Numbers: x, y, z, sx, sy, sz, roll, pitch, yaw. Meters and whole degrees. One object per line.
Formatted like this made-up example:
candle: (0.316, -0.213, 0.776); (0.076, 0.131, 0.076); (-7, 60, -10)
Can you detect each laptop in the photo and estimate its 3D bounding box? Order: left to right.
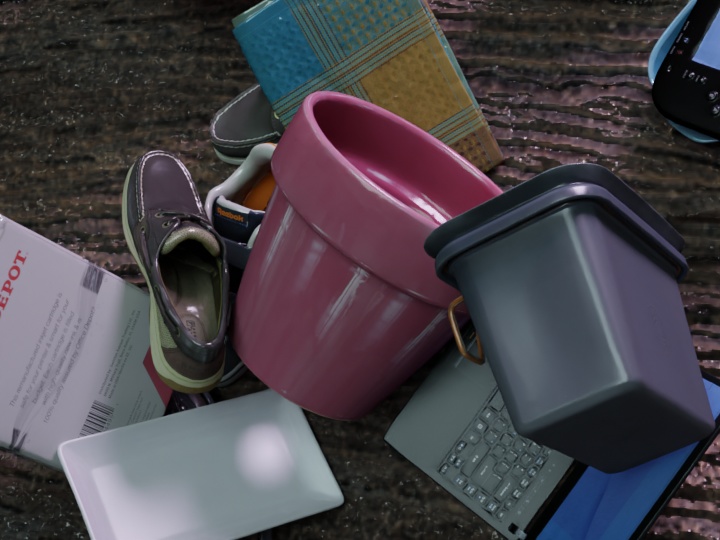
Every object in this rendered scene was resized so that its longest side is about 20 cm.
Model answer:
laptop: (0.132, 0.102, 0.989); (0.199, 0.103, 0.178); (37, 88, 17)

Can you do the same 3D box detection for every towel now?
towel: (0.005, -0.140, 1.105); (0.146, 0.022, 0.201); (-27, 100, 12)

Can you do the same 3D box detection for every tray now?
tray: (-0.117, 0.154, 1.050); (0.108, 0.198, 0.022); (63, 144, 23)

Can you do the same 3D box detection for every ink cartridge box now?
ink cartridge box: (-0.235, 0.060, 1.040); (0.084, 0.199, 0.147); (11, 74, 45)

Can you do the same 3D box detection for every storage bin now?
storage bin: (0.135, 0.045, 0.891); (0.145, 0.200, 0.136); (-26, 62, 22)

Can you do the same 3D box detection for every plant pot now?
plant pot: (0.000, 0.000, 1.030); (0.200, 0.199, 0.180); (44, 112, 26)

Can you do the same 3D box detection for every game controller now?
game controller: (0.289, -0.183, 1.011); (0.104, 0.042, 0.201); (28, 85, 25)

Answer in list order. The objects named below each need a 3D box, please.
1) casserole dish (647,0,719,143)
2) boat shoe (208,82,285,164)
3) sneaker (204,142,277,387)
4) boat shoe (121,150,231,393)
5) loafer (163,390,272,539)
casserole dish: (0.302, -0.172, 1.046); (0.121, 0.039, 0.200); (41, 90, 26)
boat shoe: (-0.040, -0.147, 1.157); (0.199, 0.061, 0.072); (-21, 67, 14)
sneaker: (-0.100, -0.009, 1.129); (0.078, 0.079, 0.202); (19, 83, 24)
boat shoe: (-0.127, -0.011, 1.043); (0.065, 0.073, 0.202); (-53, 46, 48)
loafer: (-0.139, 0.143, 1.098); (0.072, 0.063, 0.201); (-47, 63, 24)
